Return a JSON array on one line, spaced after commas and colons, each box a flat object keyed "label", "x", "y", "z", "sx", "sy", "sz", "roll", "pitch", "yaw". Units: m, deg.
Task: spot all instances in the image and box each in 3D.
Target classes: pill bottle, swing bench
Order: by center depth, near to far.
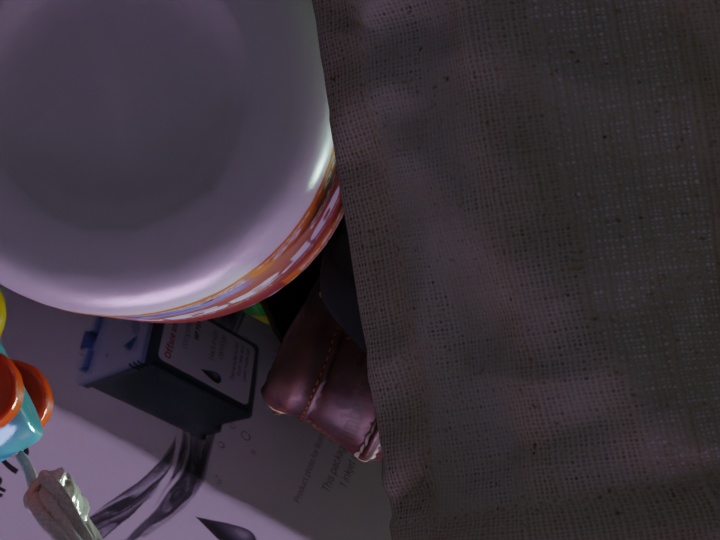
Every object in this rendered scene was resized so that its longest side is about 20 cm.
[{"label": "swing bench", "x": 0.099, "y": -0.025, "z": 0.671, "sx": 0.200, "sy": 0.199, "sz": 0.130, "roll": -7, "pitch": 177, "yaw": -44}, {"label": "pill bottle", "x": -0.056, "y": -0.041, "z": 0.770, "sx": 0.112, "sy": 0.112, "sz": 0.200, "roll": -9, "pitch": 178, "yaw": 3}]

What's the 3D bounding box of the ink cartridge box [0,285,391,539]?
[{"label": "ink cartridge box", "x": -0.085, "y": 0.077, "z": 0.941, "sx": 0.200, "sy": 0.086, "sz": 0.146, "roll": 27, "pitch": 132, "yaw": -8}]

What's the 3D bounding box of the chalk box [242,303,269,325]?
[{"label": "chalk box", "x": -0.071, "y": 0.055, "z": 1.075, "sx": 0.200, "sy": 0.124, "sz": 0.124, "roll": -22, "pitch": -170, "yaw": 29}]

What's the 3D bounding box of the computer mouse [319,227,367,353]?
[{"label": "computer mouse", "x": 0.071, "y": 0.037, "z": 0.742, "sx": 0.200, "sy": 0.034, "sz": 0.059, "roll": 29, "pitch": -164, "yaw": -31}]

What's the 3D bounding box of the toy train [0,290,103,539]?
[{"label": "toy train", "x": -0.131, "y": -0.001, "z": 0.683, "sx": 0.056, "sy": 0.200, "sz": 0.150, "roll": -27, "pitch": -145, "yaw": -1}]

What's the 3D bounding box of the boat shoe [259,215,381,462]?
[{"label": "boat shoe", "x": 0.000, "y": 0.000, "z": 0.899, "sx": 0.070, "sy": 0.070, "sz": 0.200, "roll": 14, "pitch": -163, "yaw": -7}]
